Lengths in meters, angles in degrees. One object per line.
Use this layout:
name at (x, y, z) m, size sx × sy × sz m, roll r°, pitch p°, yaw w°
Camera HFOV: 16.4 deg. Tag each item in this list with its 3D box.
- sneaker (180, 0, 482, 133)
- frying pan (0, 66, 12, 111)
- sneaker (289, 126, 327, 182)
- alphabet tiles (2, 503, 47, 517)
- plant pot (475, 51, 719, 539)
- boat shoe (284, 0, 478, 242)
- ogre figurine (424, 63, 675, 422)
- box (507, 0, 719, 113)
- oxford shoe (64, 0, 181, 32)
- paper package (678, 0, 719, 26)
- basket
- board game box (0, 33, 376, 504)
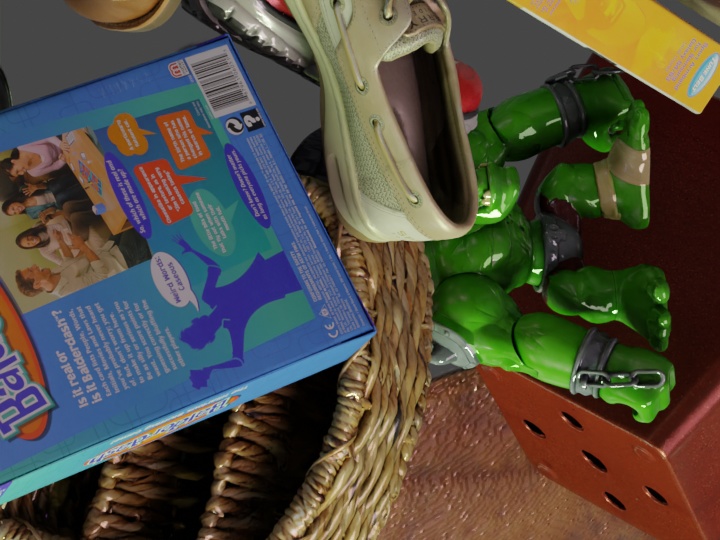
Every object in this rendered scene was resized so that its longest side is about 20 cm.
sneaker at (0.004, -0.122, 1.176) m, size 0.200 × 0.077 × 0.085 m, roll 23°, pitch 95°, yaw -52°
frying pan at (-0.180, -0.082, 1.077) m, size 0.115 × 0.031 × 0.190 m, roll 15°, pitch 114°, yaw -48°
sneaker at (0.000, 0.000, 1.288) m, size 0.082 × 0.070 × 0.201 m, roll -39°, pitch 144°, yaw -44°
alphabet tiles at (-0.123, 0.128, 1.240) m, size 0.200 × 0.015 × 0.197 m, roll -24°, pitch 121°, yaw -39°
plant pot at (0.174, 0.036, 1.329) m, size 0.176 × 0.199 × 0.200 m, roll -51°, pitch 142°, yaw -15°
boat shoe at (0.012, -0.110, 1.098) m, size 0.072 × 0.065 × 0.201 m, roll -19°, pitch 104°, yaw -42°
ogre figurine at (0.087, -0.014, 1.230) m, size 0.119 × 0.201 × 0.098 m, roll -3°, pitch 164°, yaw -1°
box at (0.097, -0.140, 1.205) m, size 0.200 × 0.119 × 0.042 m, roll 20°, pitch 107°, yaw -49°
oxford shoe at (-0.098, -0.143, 1.008) m, size 0.071 × 0.200 × 0.072 m, roll -1°, pitch 82°, yaw -21°
paper package at (0.188, -0.243, 1.216) m, size 0.191 × 0.103 × 0.200 m, roll -50°, pitch 140°, yaw 1°
basket at (-0.064, 0.050, 1.148) m, size 0.149 × 0.142 × 0.201 m, roll 25°, pitch 77°, yaw -50°
board game box at (-0.113, 0.000, 1.065) m, size 0.199 × 0.153 × 0.045 m, roll -21°, pitch 169°, yaw -28°
